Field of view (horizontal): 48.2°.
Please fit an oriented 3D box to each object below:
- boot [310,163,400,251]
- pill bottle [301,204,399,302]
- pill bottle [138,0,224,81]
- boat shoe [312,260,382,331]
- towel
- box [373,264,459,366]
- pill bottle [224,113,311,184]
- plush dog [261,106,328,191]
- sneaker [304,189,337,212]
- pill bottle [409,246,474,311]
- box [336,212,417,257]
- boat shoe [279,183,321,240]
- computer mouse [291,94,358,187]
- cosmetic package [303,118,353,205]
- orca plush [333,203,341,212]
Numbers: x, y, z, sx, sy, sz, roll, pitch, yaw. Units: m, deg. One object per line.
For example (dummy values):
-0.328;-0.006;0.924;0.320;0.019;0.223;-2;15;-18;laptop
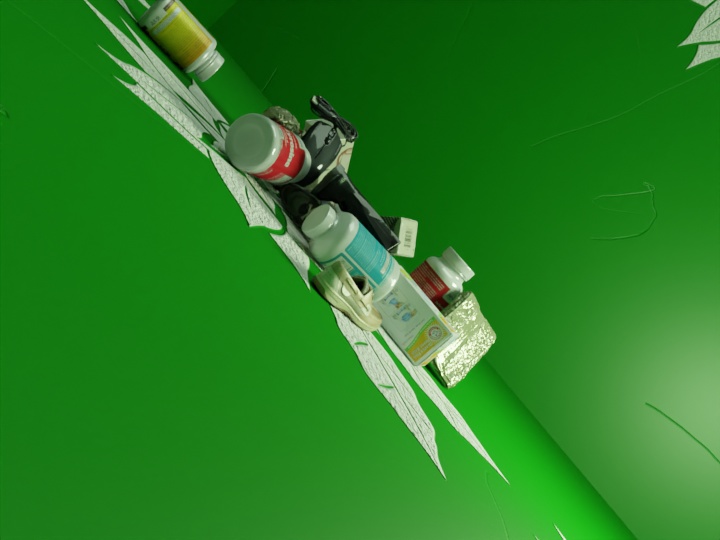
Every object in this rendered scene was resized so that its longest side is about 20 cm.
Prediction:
-0.012;-0.111;1.662;0.200;0.066;0.165;50;-12;-3;boot
-0.022;-0.035;1.539;0.200;0.111;0.111;46;6;-28;pill bottle
-0.420;-0.549;1.911;0.200;0.109;0.109;46;7;-26;pill bottle
-0.006;0.044;1.378;0.200;0.065;0.072;41;10;-51;boat shoe
0.216;0.151;1.770;0.036;0.200;0.149;-14;-69;52;towel
0.098;0.091;1.656;0.200;0.101;0.112;50;7;14;box
-0.175;-0.233;1.596;0.112;0.112;0.200;50;12;16;pill bottle
-0.162;-0.287;1.802;0.172;0.160;0.200;58;3;-25;plush dog
-0.081;-0.108;1.850;0.200;0.076;0.077;42;-22;-21;sneaker
0.159;0.042;1.851;0.112;0.200;0.112;48;6;-7;pill bottle
0.021;-0.078;1.738;0.199;0.083;0.068;5;-2;36;box
-0.105;-0.118;1.643;0.060;0.074;0.200;43;6;-44;boat shoe
-0.095;-0.265;1.727;0.138;0.200;0.053;40;-12;-25;computer mouse
-0.091;-0.255;1.948;0.087;0.200;0.103;-12;45;-33;cosmetic package
-0.028;-0.118;1.929;0.200;0.105;0.071;59;36;-24;orca plush
